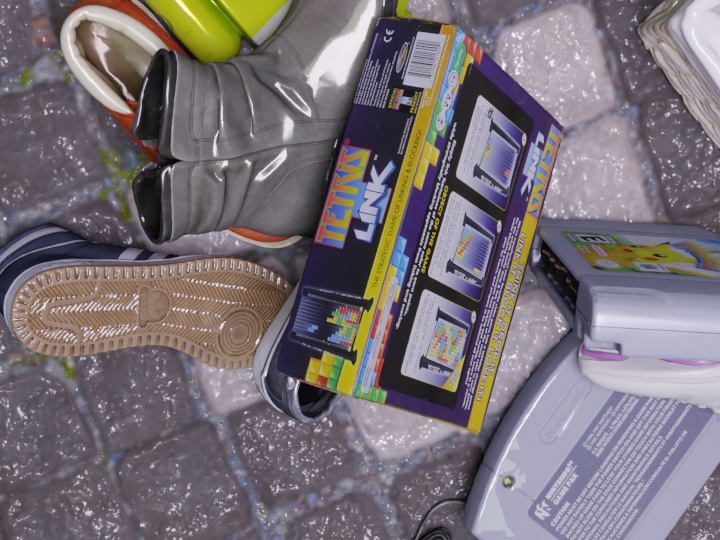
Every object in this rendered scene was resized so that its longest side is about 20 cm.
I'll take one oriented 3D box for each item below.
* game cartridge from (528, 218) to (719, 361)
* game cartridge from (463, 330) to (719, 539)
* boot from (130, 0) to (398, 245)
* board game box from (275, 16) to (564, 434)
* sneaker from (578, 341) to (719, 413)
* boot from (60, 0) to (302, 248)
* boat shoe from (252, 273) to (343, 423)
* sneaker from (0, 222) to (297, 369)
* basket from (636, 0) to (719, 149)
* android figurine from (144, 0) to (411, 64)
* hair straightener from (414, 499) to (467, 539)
[{"bbox_3d":[0.176,0.006,0.715,0.131,0.200,0.041,7,105,-5],"label":"game cartridge"},{"bbox_3d":[0.163,0.117,0.805,0.133,0.041,0.201,38,87,-13],"label":"game cartridge"},{"bbox_3d":[-0.055,-0.109,0.672,0.129,0.067,0.203,1,105,-35],"label":"boot"},{"bbox_3d":[0.041,-0.019,0.700,0.056,0.165,0.203,13,83,31],"label":"board game box"},{"bbox_3d":[0.235,0.071,0.759,0.197,0.075,0.101,0,124,6],"label":"sneaker"},{"bbox_3d":[-0.104,-0.084,0.730,0.075,0.107,0.200,-45,102,3],"label":"boot"},{"bbox_3d":[0.000,0.000,0.754,0.071,0.068,0.202,31,85,-27],"label":"boat shoe"},{"bbox_3d":[-0.139,0.014,0.773,0.198,0.108,0.071,4,100,-35],"label":"sneaker"},{"bbox_3d":[0.279,-0.118,0.736,0.135,0.123,0.200,-40,101,4],"label":"basket"},{"bbox_3d":[-0.043,-0.200,0.727,0.182,0.041,0.200,-47,115,-4],"label":"android figurine"},{"bbox_3d":[0.027,0.225,0.829,0.199,0.041,0.077,-41,101,5],"label":"hair straightener"}]
